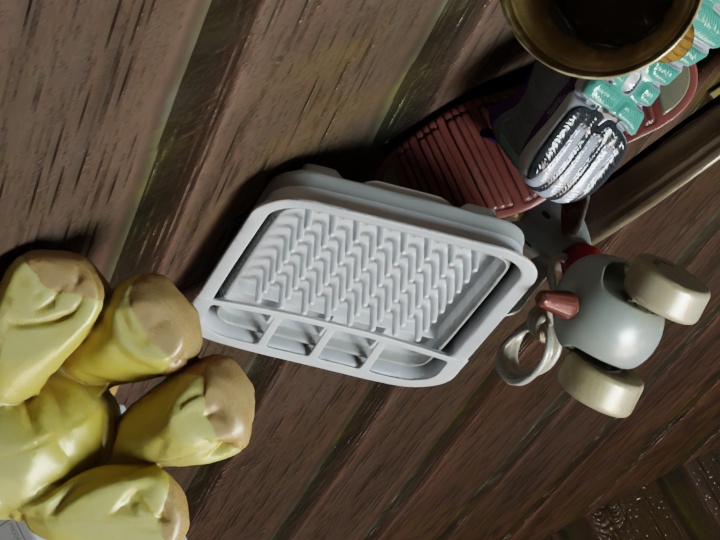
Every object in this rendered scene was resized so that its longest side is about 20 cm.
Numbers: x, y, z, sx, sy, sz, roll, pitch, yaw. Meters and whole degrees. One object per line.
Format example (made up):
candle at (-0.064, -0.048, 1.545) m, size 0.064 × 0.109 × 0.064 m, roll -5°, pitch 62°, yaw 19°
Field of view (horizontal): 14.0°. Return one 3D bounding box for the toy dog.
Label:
toy dog at (0.118, 0.005, 1.731) m, size 0.096 × 0.133 × 0.200 m, roll 23°, pitch 176°, yaw -29°

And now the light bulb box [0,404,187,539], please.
light bulb box at (-0.195, 0.199, 1.826) m, size 0.124 × 0.199 × 0.200 m, roll -32°, pitch 169°, yaw 19°

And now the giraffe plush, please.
giraffe plush at (-0.167, 0.082, 1.590) m, size 0.200 × 0.173 × 0.162 m, roll -40°, pitch -171°, yaw -2°

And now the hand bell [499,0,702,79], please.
hand bell at (0.142, -0.133, 1.499) m, size 0.104 × 0.105 × 0.200 m, roll -32°, pitch 167°, yaw 10°

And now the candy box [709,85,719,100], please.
candy box at (0.319, -0.083, 2.076) m, size 0.056 × 0.117 × 0.200 m, roll -33°, pitch 166°, yaw 15°

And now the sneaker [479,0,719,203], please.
sneaker at (0.143, -0.137, 1.635) m, size 0.200 × 0.088 × 0.074 m, roll -49°, pitch 131°, yaw 3°

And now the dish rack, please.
dish rack at (0.000, 0.000, 1.705) m, size 0.171 × 0.044 × 0.200 m, roll 14°, pitch 153°, yaw -13°

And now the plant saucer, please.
plant saucer at (0.214, -0.083, 1.843) m, size 0.200 × 0.030 × 0.200 m, roll -35°, pitch -179°, yaw 1°

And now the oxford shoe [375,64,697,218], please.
oxford shoe at (0.102, -0.079, 1.720) m, size 0.199 × 0.071 × 0.075 m, roll -22°, pitch -175°, yaw -1°
